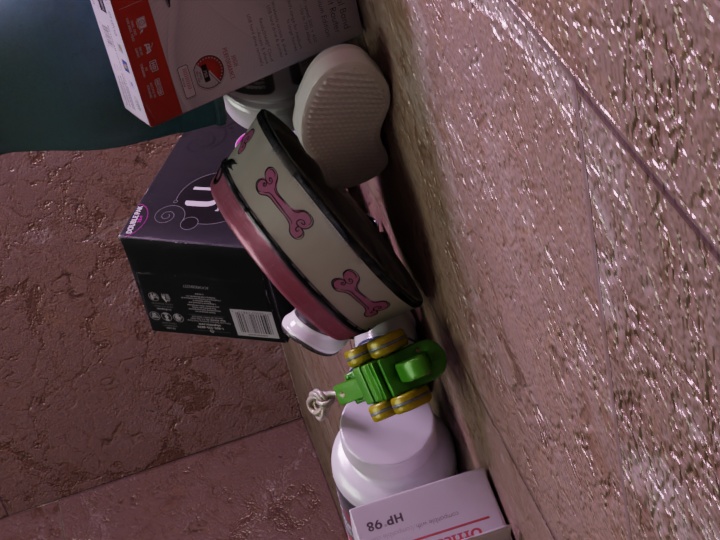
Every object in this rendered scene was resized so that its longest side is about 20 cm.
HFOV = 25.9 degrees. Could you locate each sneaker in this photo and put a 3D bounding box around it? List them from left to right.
[{"bbox_3d":[-0.024,-0.130,1.165,0.200,0.074,0.082,90,156,-71],"label":"sneaker"},{"bbox_3d":[0.000,0.000,1.431,0.076,0.116,0.200,31,-162,5],"label":"sneaker"},{"bbox_3d":[0.026,0.070,1.395,0.200,0.073,0.071,105,167,-73],"label":"sneaker"}]

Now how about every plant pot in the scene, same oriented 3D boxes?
[{"bbox_3d":[-0.224,-0.179,1.212,0.200,0.187,0.201,160,90,-82],"label":"plant pot"}]

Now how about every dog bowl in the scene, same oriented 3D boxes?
[{"bbox_3d":[-0.040,-0.029,1.247,0.200,0.074,0.200,50,-174,-7],"label":"dog bowl"}]

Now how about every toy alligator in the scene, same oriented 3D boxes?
[{"bbox_3d":[0.019,0.085,1.252,0.200,0.054,0.059,-28,85,61],"label":"toy alligator"}]

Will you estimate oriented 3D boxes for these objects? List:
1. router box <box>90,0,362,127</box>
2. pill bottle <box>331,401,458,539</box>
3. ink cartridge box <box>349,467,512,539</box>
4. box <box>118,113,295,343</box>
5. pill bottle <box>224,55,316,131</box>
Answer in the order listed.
[{"bbox_3d":[-0.104,-0.228,1.085,0.049,0.179,0.201,35,146,53],"label":"router box"},{"bbox_3d":[0.032,0.185,1.391,0.200,0.110,0.111,81,170,-54],"label":"pill bottle"},{"bbox_3d":[0.057,0.222,1.262,0.200,0.115,0.067,86,166,-64],"label":"ink cartridge box"},{"bbox_3d":[-0.114,-0.047,1.502,0.200,0.148,0.125,-66,-27,-43],"label":"box"},{"bbox_3d":[-0.080,-0.209,1.253,0.200,0.113,0.114,82,169,-56],"label":"pill bottle"}]
